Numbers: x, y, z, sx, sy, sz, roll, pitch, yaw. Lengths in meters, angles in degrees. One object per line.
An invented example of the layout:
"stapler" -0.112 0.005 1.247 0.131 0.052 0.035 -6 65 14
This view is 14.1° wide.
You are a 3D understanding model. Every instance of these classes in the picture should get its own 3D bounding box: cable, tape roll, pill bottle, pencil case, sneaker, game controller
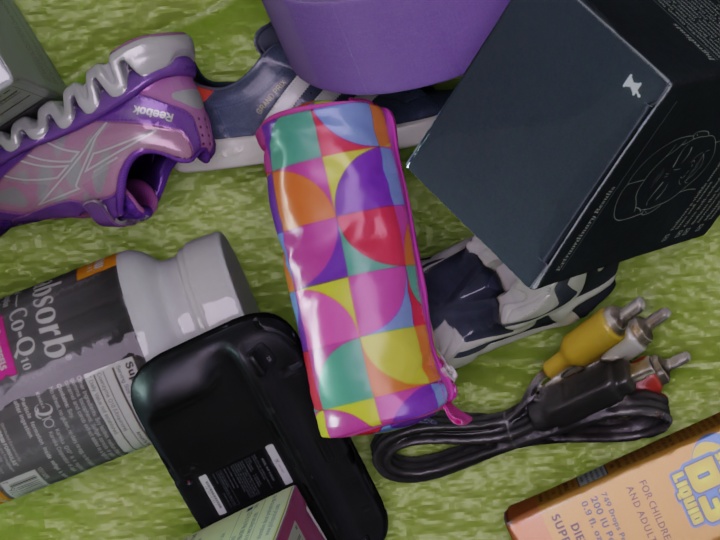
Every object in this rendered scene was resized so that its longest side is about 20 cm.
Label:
"cable" 0.106 0.082 1.757 0.199 0.097 0.050 -23 46 21
"tape roll" 0.039 -0.184 1.681 0.199 0.200 0.066 -22 121 4
"pill bottle" -0.158 0.056 1.735 0.199 0.116 0.117 -22 88 3
"pencil case" 0.000 0.000 1.668 0.088 0.088 0.201 -15 87 4
"sneaker" 0.080 0.013 1.742 0.199 0.129 0.080 -34 74 40
"game controller" -0.058 0.112 1.717 0.104 0.042 0.200 -19 127 8
"sneaker" -0.165 -0.057 1.732 0.200 0.080 0.089 -32 82 23
"sneaker" -0.022 -0.110 1.747 0.199 0.075 0.085 -6 94 4

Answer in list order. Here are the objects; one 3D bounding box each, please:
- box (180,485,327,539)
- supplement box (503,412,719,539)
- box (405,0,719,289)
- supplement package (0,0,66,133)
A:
"box" -0.085 0.255 1.701 0.199 0.097 0.176 -26 103 15
"supplement box" 0.188 0.134 1.736 0.199 0.069 0.067 -25 90 1
"box" 0.147 -0.091 1.625 0.107 0.200 0.149 45 121 20
"supplement package" -0.260 -0.123 1.701 0.117 0.200 0.117 -31 87 3
